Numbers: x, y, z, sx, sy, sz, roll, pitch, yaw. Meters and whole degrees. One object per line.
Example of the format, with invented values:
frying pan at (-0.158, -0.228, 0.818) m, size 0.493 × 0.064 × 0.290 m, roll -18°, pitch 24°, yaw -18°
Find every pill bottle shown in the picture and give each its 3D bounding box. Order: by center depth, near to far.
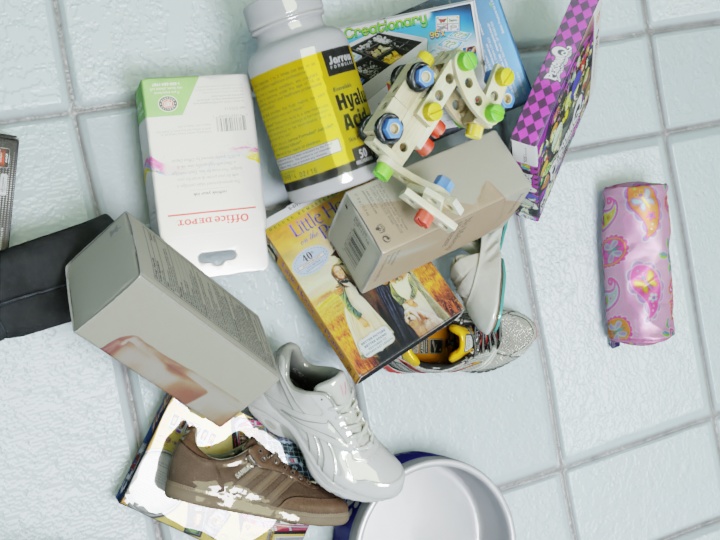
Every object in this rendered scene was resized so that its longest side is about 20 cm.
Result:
pill bottle at (-0.052, -0.180, 1.012) m, size 0.110 × 0.111 × 0.204 m, roll -22°, pitch 99°, yaw -21°

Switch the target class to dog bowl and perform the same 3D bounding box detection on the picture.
dog bowl at (0.070, 0.307, 1.097) m, size 0.196 × 0.079 × 0.205 m, roll 1°, pitch 87°, yaw -22°

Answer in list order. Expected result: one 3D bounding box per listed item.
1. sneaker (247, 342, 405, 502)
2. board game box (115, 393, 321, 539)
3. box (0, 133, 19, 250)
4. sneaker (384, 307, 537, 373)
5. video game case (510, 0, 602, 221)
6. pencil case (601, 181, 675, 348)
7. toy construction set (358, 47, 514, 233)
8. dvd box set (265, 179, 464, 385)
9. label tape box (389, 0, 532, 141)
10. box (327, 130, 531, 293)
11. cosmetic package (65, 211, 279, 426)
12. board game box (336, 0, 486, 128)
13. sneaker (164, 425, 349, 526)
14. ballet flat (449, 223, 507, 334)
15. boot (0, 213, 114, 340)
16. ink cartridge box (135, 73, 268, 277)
sneaker at (-0.028, 0.154, 1.017) m, size 0.199 × 0.100 × 0.078 m, roll 37°, pitch 35°, yaw 5°
board game box at (-0.137, 0.219, 1.040) m, size 0.198 × 0.034 × 0.137 m, roll 30°, pitch 78°, yaw -18°
box at (-0.414, -0.036, 0.933) m, size 0.157 × 0.044 × 0.205 m, roll 7°, pitch 86°, yaw -23°
sneaker at (0.117, 0.085, 1.122) m, size 0.196 × 0.082 × 0.080 m, roll -8°, pitch 91°, yaw -22°
video game case at (0.224, -0.184, 1.126) m, size 0.035 × 0.182 × 0.203 m, roll 20°, pitch 73°, yaw 18°
pencil case at (0.343, -0.007, 1.219) m, size 0.086 × 0.087 × 0.205 m, roll -4°, pitch 90°, yaw -21°
toy construction set at (0.076, -0.137, 0.980) m, size 0.131 × 0.091 × 0.203 m, roll 39°, pitch 62°, yaw -26°
dvd box set at (0.000, 0.000, 1.065) m, size 0.145 × 0.029 × 0.202 m, roll -29°, pitch 76°, yaw -21°
label tape box at (0.080, -0.224, 1.117) m, size 0.196 × 0.063 × 0.147 m, roll -21°, pitch 96°, yaw 9°
box at (0.073, -0.064, 1.040) m, size 0.197 × 0.095 × 0.079 m, roll -25°, pitch 72°, yaw -24°
cosmetic package at (-0.178, 0.051, 0.945) m, size 0.087 × 0.104 × 0.200 m, roll -37°, pitch 130°, yaw 10°
board game box at (0.038, -0.209, 1.073) m, size 0.195 × 0.035 × 0.129 m, roll -9°, pitch 99°, yaw 7°
sneaker at (-0.096, 0.211, 1.002) m, size 0.196 × 0.070 × 0.077 m, roll 15°, pitch 77°, yaw -22°
ballet flat at (0.131, -0.015, 1.115) m, size 0.069 × 0.069 × 0.203 m, roll 28°, pitch 48°, yaw -19°
boot at (-0.310, -0.021, 0.921) m, size 0.198 × 0.065 × 0.169 m, roll -18°, pitch 112°, yaw -43°
ink cartridge box at (-0.164, -0.094, 1.023) m, size 0.115 × 0.067 × 0.205 m, roll -6°, pitch 90°, yaw -20°
